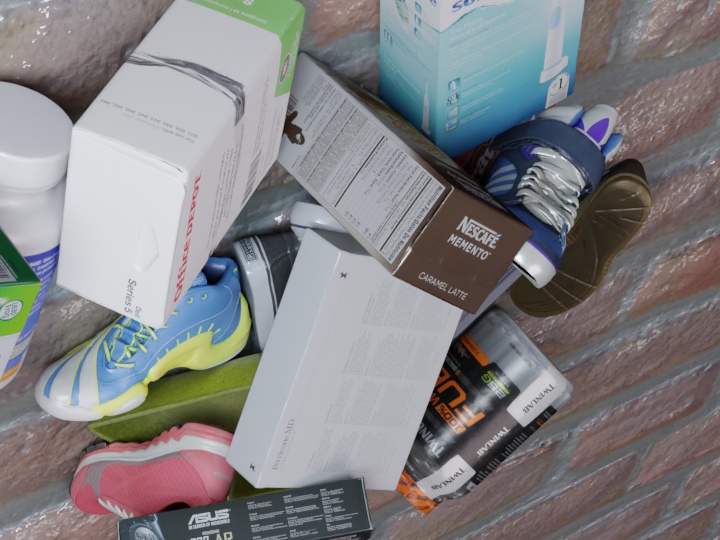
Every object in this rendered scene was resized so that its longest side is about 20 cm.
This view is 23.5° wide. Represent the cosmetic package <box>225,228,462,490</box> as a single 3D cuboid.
[{"bbox_3d":[-0.007,0.074,1.368,0.150,0.052,0.201,7,108,-44],"label":"cosmetic package"}]

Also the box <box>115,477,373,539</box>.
[{"bbox_3d":[-0.095,0.225,1.407,0.198,0.044,0.160,-9,159,-7],"label":"box"}]

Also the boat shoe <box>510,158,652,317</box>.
[{"bbox_3d":[0.223,-0.030,1.716,0.200,0.073,0.065,-47,-169,36],"label":"boat shoe"}]

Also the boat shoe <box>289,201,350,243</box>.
[{"bbox_3d":[0.000,0.000,1.419,0.200,0.073,0.067,28,77,-57],"label":"boat shoe"}]

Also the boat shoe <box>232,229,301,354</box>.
[{"bbox_3d":[-0.062,0.038,1.482,0.068,0.074,0.200,-18,135,-10],"label":"boat shoe"}]

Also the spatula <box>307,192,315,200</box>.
[{"bbox_3d":[0.037,-0.120,1.438,0.199,0.021,0.057,-30,127,-24],"label":"spatula"}]

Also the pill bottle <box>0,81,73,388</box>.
[{"bbox_3d":[-0.255,-0.022,1.153,0.111,0.112,0.201,-9,137,-42],"label":"pill bottle"}]

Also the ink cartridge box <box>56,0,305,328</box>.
[{"bbox_3d":[-0.119,-0.084,1.161,0.200,0.083,0.146,-60,169,-45],"label":"ink cartridge box"}]

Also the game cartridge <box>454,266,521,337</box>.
[{"bbox_3d":[0.118,-0.017,1.602,0.200,0.041,0.134,-40,160,-36],"label":"game cartridge"}]

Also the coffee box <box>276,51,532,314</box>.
[{"bbox_3d":[0.020,-0.067,1.299,0.114,0.200,0.080,23,107,-50],"label":"coffee box"}]

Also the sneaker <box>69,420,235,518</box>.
[{"bbox_3d":[-0.183,0.190,1.464,0.199,0.087,0.074,-22,142,39],"label":"sneaker"}]

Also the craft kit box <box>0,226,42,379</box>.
[{"bbox_3d":[-0.292,0.019,1.076,0.048,0.200,0.198,-4,134,-47],"label":"craft kit box"}]

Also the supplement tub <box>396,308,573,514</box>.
[{"bbox_3d":[0.108,0.145,1.759,0.200,0.123,0.122,-44,149,3],"label":"supplement tub"}]

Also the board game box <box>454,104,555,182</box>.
[{"bbox_3d":[0.107,-0.091,1.484,0.201,0.019,0.103,-60,152,-14],"label":"board game box"}]

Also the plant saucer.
[{"bbox_3d":[-0.097,0.131,1.488,0.199,0.048,0.200,-16,146,32],"label":"plant saucer"}]

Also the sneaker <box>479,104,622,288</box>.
[{"bbox_3d":[0.152,-0.075,1.374,0.147,0.080,0.200,-50,-170,7],"label":"sneaker"}]

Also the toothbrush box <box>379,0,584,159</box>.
[{"bbox_3d":[0.094,-0.199,1.341,0.146,0.085,0.201,-29,148,-19],"label":"toothbrush box"}]

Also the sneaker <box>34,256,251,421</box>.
[{"bbox_3d":[-0.173,0.042,1.377,0.199,0.076,0.106,-25,135,-38],"label":"sneaker"}]
